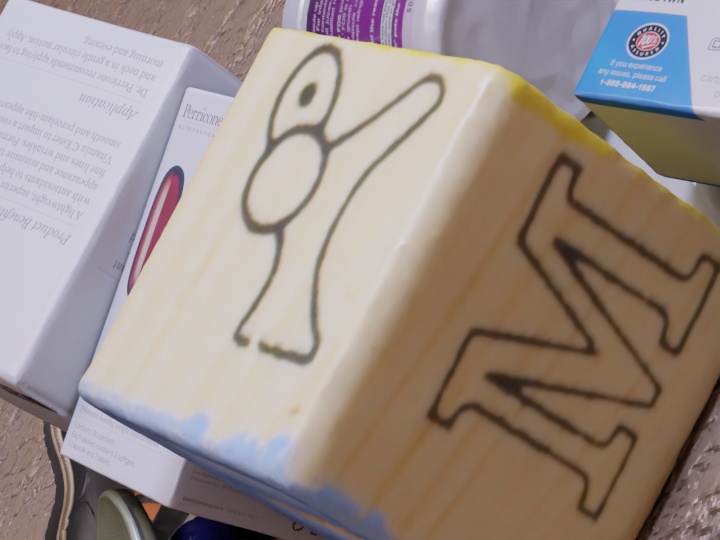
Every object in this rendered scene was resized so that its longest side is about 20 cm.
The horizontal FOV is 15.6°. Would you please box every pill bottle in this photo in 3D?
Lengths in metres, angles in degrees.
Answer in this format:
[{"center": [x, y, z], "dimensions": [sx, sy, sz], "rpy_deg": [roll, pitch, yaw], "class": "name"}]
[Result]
[{"center": [0.037, -0.124, 1.347], "dimensions": [0.112, 0.112, 0.200], "rpy_deg": [-62, 27, -7], "class": "pill bottle"}]

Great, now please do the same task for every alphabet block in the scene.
[{"center": [0.027, 0.028, 1.191], "dimensions": [0.195, 0.196, 0.200], "rpy_deg": [19, 78, 53], "class": "alphabet block"}]

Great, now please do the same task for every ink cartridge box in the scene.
[{"center": [0.206, -0.136, 1.160], "dimensions": [0.146, 0.084, 0.200], "rpy_deg": [12, 72, 47], "class": "ink cartridge box"}]

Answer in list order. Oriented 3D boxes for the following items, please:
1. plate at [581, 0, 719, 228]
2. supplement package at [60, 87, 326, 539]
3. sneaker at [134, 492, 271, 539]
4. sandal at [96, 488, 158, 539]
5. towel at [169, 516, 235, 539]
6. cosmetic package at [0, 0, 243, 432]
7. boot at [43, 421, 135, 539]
[{"center": [0.131, -0.097, 1.315], "dimensions": [0.200, 0.032, 0.200], "rpy_deg": [-12, 69, 61], "class": "plate"}, {"center": [-0.051, 0.023, 1.323], "dimensions": [0.114, 0.109, 0.200], "rpy_deg": [17, 88, 52], "class": "supplement package"}, {"center": [-0.109, 0.152, 1.528], "dimensions": [0.200, 0.070, 0.090], "rpy_deg": [-50, 31, 6], "class": "sneaker"}, {"center": [-0.142, 0.206, 1.297], "dimensions": [0.080, 0.057, 0.201], "rpy_deg": [-4, 70, 67], "class": "sandal"}, {"center": [-0.091, 0.240, 1.294], "dimensions": [0.148, 0.049, 0.200], "rpy_deg": [-54, 29, 41], "class": "towel"}, {"center": [-0.138, -0.015, 1.430], "dimensions": [0.165, 0.165, 0.200], "rpy_deg": [21, 79, 44], "class": "cosmetic package"}, {"center": [-0.132, 0.109, 1.661], "dimensions": [0.138, 0.077, 0.200], "rpy_deg": [-37, 43, 36], "class": "boot"}]
